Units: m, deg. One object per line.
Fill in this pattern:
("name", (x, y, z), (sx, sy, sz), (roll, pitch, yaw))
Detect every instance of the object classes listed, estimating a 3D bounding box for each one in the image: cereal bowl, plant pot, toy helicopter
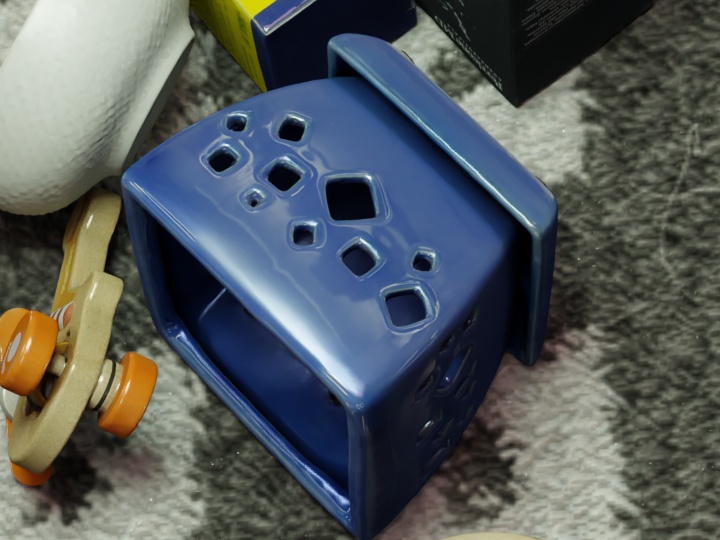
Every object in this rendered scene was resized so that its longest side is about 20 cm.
("cereal bowl", (-0.154, -0.116, 1.572), (0.083, 0.200, 0.201), (29, 72, -1))
("plant pot", (0.000, 0.000, 1.507), (0.180, 0.200, 0.200), (-39, 68, -18))
("toy helicopter", (-0.170, 0.035, 1.563), (0.079, 0.132, 0.201), (23, 44, -16))

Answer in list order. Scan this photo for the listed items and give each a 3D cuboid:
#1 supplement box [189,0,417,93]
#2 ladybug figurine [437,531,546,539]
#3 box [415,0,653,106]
("supplement box", (-0.068, -0.216, 1.647), (0.109, 0.109, 0.200), (-36, 69, -10))
("ladybug figurine", (0.099, 0.222, 1.465), (0.199, 0.072, 0.136), (26, 73, 16))
("box", (0.072, -0.240, 1.596), (0.124, 0.197, 0.200), (-38, 69, -9))
